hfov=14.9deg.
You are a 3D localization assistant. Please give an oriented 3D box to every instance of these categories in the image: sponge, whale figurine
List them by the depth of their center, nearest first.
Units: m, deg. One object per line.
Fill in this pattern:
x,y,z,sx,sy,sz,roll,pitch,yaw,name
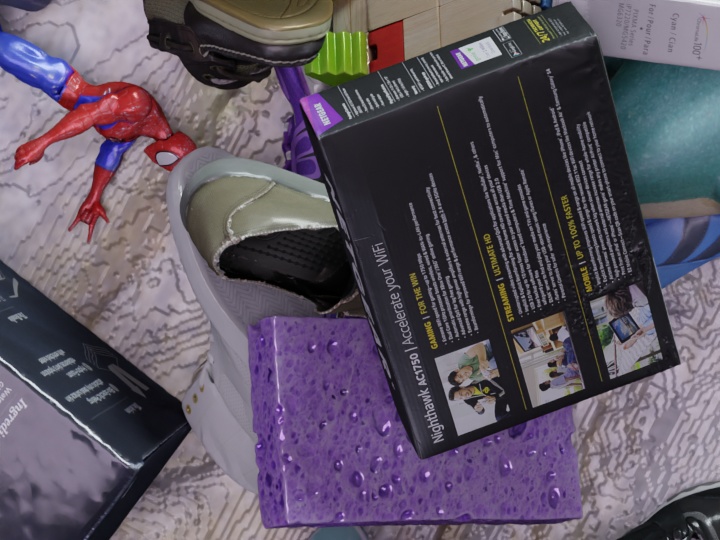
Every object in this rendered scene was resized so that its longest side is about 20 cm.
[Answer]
0.173,-0.086,1.483,0.199,0.104,0.159,-25,55,-13,whale figurine
0.031,0.083,1.509,0.199,0.030,0.112,3,79,-34,sponge

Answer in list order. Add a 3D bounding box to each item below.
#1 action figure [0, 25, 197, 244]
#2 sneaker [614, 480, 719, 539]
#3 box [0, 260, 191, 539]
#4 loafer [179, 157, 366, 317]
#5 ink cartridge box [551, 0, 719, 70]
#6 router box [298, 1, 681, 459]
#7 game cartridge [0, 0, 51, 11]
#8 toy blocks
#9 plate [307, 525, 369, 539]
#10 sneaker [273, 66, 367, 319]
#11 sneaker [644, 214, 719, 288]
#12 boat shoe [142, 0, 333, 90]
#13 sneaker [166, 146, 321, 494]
-0.192,-0.090,1.573,0.199,0.065,0.099,27,88,5,action figure
0.154,0.180,1.541,0.199,0.088,0.076,-23,91,7,sneaker
-0.213,0.077,1.519,0.200,0.197,0.118,38,97,2,box
0.000,0.000,1.463,0.199,0.070,0.075,11,127,-13,loafer
0.197,-0.172,1.461,0.175,0.200,0.045,7,124,7,ink cartridge box
0.068,-0.018,1.402,0.149,0.051,0.201,-20,119,-4,router box
-0.146,-0.229,1.524,0.040,0.133,0.200,40,97,10,game cartridge
0.052,-0.134,1.493,0.136,0.100,0.201,-16,67,38,toy blocks
-0.026,0.234,1.518,0.025,0.200,0.201,19,96,-16,plate
-0.027,-0.040,1.555,0.083,0.081,0.201,-11,90,19,sneaker
0.168,-0.022,1.548,0.199,0.079,0.066,-18,50,-7,sneaker
-0.067,-0.131,1.505,0.073,0.200,0.065,-6,107,-20,boat shoe
-0.075,0.036,1.540,0.115,0.074,0.201,-21,96,51,sneaker
